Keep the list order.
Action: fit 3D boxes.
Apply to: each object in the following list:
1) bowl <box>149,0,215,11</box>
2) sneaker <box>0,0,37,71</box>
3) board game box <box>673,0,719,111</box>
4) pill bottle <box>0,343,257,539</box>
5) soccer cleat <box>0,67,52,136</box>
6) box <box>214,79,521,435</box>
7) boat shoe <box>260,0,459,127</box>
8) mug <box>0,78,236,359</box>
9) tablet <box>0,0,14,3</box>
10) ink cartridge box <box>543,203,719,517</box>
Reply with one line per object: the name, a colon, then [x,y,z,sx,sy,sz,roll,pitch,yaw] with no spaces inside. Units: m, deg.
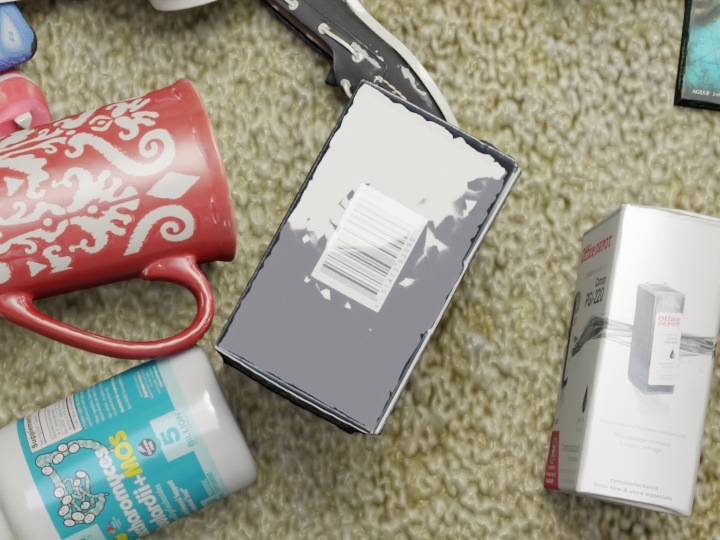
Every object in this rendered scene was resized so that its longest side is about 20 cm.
bowl: [-0.122,-0.245,1.121,0.200,0.201,0.094,-20,114,-5]
sneaker: [-0.297,-0.222,1.150,0.089,0.079,0.200,-15,69,-39]
board game box: [0.346,-0.180,1.201,0.199,0.028,0.136,7,84,-3]
pill bottle: [-0.180,0.138,1.094,0.199,0.111,0.111,-25,86,-5]
soccer cleat: [-0.312,-0.071,1.140,0.200,0.067,0.077,-37,53,0]
box: [0.000,0.000,1.076,0.124,0.197,0.200,29,83,1]
boat shoe: [-0.004,-0.158,1.155,0.060,0.074,0.200,-39,85,-7]
mug: [-0.192,-0.031,1.070,0.199,0.134,0.178,-15,49,-14]
tablet: [-0.275,-0.245,1.116,0.200,0.014,0.130,-19,75,-39]
ink cartridge box: [0.193,0.064,1.106,0.084,0.146,0.201,12,83,-1]
